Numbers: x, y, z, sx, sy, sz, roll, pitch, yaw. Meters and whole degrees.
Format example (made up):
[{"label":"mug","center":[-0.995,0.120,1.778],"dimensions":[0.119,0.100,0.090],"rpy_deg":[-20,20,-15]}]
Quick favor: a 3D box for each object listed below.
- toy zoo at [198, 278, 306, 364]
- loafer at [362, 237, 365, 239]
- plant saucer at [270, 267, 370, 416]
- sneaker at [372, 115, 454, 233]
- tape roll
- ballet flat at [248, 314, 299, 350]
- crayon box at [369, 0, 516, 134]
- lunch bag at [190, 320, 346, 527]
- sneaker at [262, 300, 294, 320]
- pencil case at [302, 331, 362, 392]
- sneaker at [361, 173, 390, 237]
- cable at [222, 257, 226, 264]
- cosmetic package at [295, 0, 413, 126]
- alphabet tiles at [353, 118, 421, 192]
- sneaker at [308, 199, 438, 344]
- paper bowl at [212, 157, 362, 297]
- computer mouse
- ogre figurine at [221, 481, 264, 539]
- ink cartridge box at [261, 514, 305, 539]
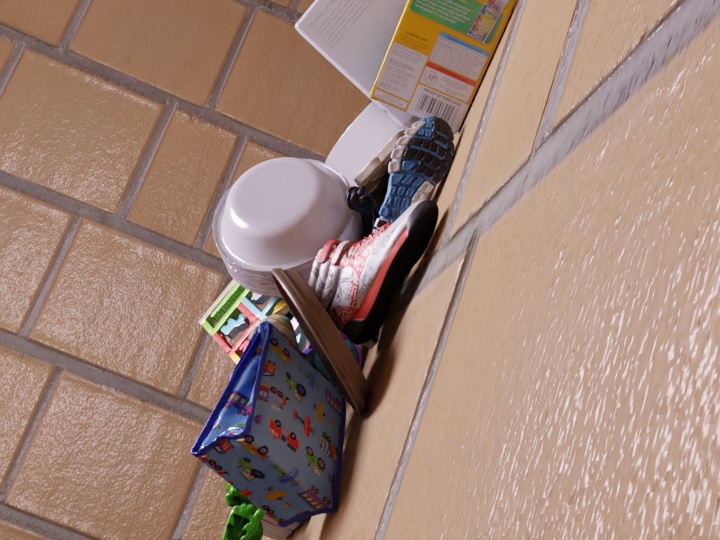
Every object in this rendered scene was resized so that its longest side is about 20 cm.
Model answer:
[{"label":"toy zoo","center":[-0.134,0.068,1.289],"dimensions":[0.131,0.020,0.200],"rpy_deg":[-50,42,-2]},{"label":"loafer","center":[-0.025,-0.037,1.409],"dimensions":[0.073,0.072,0.200],"rpy_deg":[-41,-28,7]},{"label":"plant saucer","center":[-0.044,0.079,1.111],"dimensions":[0.029,0.201,0.200],"rpy_deg":[-31,1,-7]},{"label":"sneaker","center":[0.062,-0.101,1.216],"dimensions":[0.087,0.074,0.201],"rpy_deg":[-52,-17,-87]},{"label":"tape roll","center":[0.035,-0.203,1.479],"dimensions":[0.203,0.071,0.202],"rpy_deg":[-46,-6,-6]},{"label":"ballet flat","center":[-0.090,0.156,1.188],"dimensions":[0.071,0.070,0.202],"rpy_deg":[-96,-14,-79]},{"label":"crayon box","center":[0.106,-0.292,1.197],"dimensions":[0.052,0.125,0.201],"rpy_deg":[-78,11,-66]},{"label":"lunch bag","center":[-0.084,0.163,1.092],"dimensions":[0.094,0.151,0.201],"rpy_deg":[-25,31,34]},{"label":"sneaker","center":[-0.096,0.051,1.380],"dimensions":[0.146,0.077,0.202],"rpy_deg":[-49,11,6]},{"label":"pencil case","center":[-0.054,0.140,1.359],"dimensions":[0.200,0.084,0.093],"rpy_deg":[130,147,-73]},{"label":"sneaker","center":[0.045,-0.089,1.411],"dimensions":[0.200,0.075,0.071],"rpy_deg":[-38,-27,-54]},{"label":"cable","center":[-0.144,-0.018,1.425],"dimensions":[0.199,0.050,0.098],"rpy_deg":[-6,-56,-49]},{"label":"cosmetic package","center":[0.048,-0.340,1.300],"dimensions":[0.200,0.200,0.123],"rpy_deg":[-48,8,7]},{"label":"alphabet tiles","center":[0.056,-0.175,1.372],"dimensions":[0.196,0.015,0.200],"rpy_deg":[-45,-4,26]},{"label":"sneaker","center":[0.007,-0.020,1.125],"dimensions":[0.067,0.108,0.202],"rpy_deg":[-10,-46,-53]},{"label":"paper bowl","center":[-0.103,-0.072,1.274],"dimensions":[0.105,0.199,0.202],"rpy_deg":[70,-149,-51]},{"label":"computer mouse","center":[0.000,0.000,1.220],"dimensions":[0.110,0.043,0.202],"rpy_deg":[51,-140,-70]},{"label":"ogre figurine","center":[-0.138,0.366,1.179],"dimensions":[0.098,0.201,0.120],"rpy_deg":[-27,-17,-12]},{"label":"ink cartridge box","center":[-0.107,0.285,1.333],"dimensions":[0.200,0.084,0.145],"rpy_deg":[118,172,-61]}]
